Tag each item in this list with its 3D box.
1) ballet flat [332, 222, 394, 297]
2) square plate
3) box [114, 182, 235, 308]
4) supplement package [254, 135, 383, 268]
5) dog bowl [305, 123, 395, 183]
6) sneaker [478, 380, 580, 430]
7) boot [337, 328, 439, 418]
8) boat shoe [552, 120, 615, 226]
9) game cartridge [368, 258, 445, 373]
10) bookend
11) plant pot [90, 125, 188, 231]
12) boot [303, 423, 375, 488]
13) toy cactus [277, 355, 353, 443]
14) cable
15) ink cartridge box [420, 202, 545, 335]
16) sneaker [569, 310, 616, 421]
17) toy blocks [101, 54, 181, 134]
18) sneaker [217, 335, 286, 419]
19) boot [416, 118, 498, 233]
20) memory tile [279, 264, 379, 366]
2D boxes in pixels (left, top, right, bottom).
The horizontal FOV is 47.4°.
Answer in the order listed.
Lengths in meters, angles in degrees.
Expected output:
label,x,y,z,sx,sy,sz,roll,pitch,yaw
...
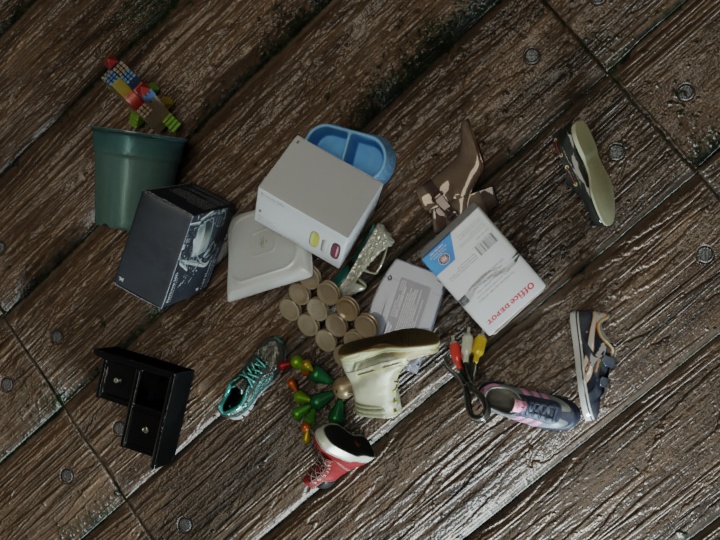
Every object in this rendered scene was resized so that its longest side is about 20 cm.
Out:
label,x,y,z,sx,sy,sz,roll,pitch,yaw
ballet flat,0.000,0.000,1.635,0.071,0.072,0.201,38,103,12
square plate,-0.190,-0.054,1.653,0.195,0.028,0.203,-17,58,20
box,-0.368,-0.056,1.641,0.122,0.196,0.203,26,106,12
supplement package,-0.082,-0.134,1.594,0.198,0.111,0.157,29,58,6
dog bowl,-0.027,-0.235,1.663,0.197,0.050,0.114,17,92,14
sneaker,0.315,0.260,1.543,0.196,0.082,0.072,11,90,13
boot,0.068,0.201,1.578,0.196,0.072,0.157,-11,111,10
boat shoe,0.424,-0.178,1.550,0.063,0.073,0.205,-19,94,47
game cartridge,0.084,0.086,1.630,0.131,0.041,0.203,20,92,10
bookend,-0.474,0.283,1.723,0.197,0.092,0.203,15,91,14
plant pot,-0.468,-0.188,1.702,0.196,0.200,0.200,10,98,13
boot,-0.070,0.367,1.573,0.143,0.200,0.073,-35,59,9
toy cactus,-0.069,0.247,1.638,0.163,0.102,0.202,-27,73,1
cable,0.197,0.197,1.545,0.096,0.051,0.202,-17,40,21
ink cartridge box,0.229,-0.003,1.548,0.144,0.084,0.200,-41,97,9
sneaker,0.437,0.174,1.520,0.078,0.078,0.204,-7,84,18
toy blocks,-0.479,-0.377,1.719,0.200,0.137,0.100,41,84,19
sneaker,-0.222,0.224,1.667,0.077,0.091,0.202,33,95,11
boot,0.178,-0.177,1.603,0.144,0.070,0.204,-19,83,14
memory tile,-0.065,0.091,1.634,0.199,0.017,0.154,40,129,9
